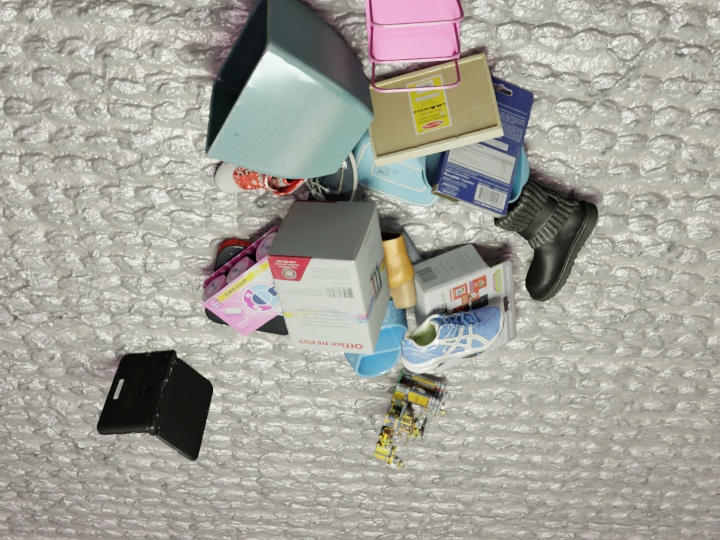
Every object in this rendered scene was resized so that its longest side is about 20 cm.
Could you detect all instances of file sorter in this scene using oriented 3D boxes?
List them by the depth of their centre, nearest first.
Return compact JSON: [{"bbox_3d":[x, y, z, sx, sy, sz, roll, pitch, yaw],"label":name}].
[{"bbox_3d":[0.073,-0.362,1.065,0.136,0.126,0.202,-3,129,3],"label":"file sorter"}]

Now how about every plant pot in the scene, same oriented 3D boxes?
[{"bbox_3d":[-0.092,-0.252,1.127,0.198,0.198,0.197,22,127,-26],"label":"plant pot"}]

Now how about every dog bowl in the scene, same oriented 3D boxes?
[{"bbox_3d":[0.033,0.138,1.483,0.110,0.050,0.201,-9,144,-19],"label":"dog bowl"}]

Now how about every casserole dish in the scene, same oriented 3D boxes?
[{"bbox_3d":[0.174,-0.170,1.228,0.197,0.124,0.039,6,174,-20],"label":"casserole dish"},{"bbox_3d":[0.066,-0.168,1.270,0.197,0.039,0.122,18,127,-12],"label":"casserole dish"}]

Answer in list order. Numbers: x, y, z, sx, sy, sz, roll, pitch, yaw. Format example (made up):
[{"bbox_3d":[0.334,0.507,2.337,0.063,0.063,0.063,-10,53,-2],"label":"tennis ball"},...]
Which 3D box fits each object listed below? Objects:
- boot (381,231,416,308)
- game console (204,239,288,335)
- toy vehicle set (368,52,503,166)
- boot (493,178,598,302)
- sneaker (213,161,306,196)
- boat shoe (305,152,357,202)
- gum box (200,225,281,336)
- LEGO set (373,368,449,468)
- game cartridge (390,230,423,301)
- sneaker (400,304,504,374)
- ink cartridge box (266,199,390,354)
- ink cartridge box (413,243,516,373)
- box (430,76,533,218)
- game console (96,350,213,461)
[{"bbox_3d":[0.000,0.000,1.366,0.198,0.071,0.146,-7,114,25],"label":"boot"},{"bbox_3d":[-0.195,0.036,1.457,0.174,0.031,0.202,14,128,-9],"label":"game console"},{"bbox_3d":[0.106,-0.242,1.168,0.197,0.127,0.027,-12,165,12],"label":"toy vehicle set"},{"bbox_3d":[0.295,-0.052,1.336,0.155,0.080,0.214,13,118,-17],"label":"boot"},{"bbox_3d":[-0.161,-0.158,1.248,0.199,0.109,0.068,-22,126,18],"label":"sneaker"},{"bbox_3d":[-0.058,-0.126,1.276,0.061,0.075,0.201,-20,155,-29],"label":"boat shoe"},{"bbox_3d":[-0.183,0.025,1.389,0.199,0.067,0.113,-34,126,21],"label":"gum box"},{"bbox_3d":[0.110,0.306,1.565,0.114,0.200,0.156,18,116,8],"label":"LEGO set"},{"bbox_3d":[0.024,0.015,1.431,0.198,0.042,0.134,-23,121,19],"label":"game cartridge"},{"bbox_3d":[0.159,0.109,1.332,0.198,0.076,0.078,-26,135,-7],"label":"sneaker"},{"bbox_3d":[-0.043,0.012,1.237,0.143,0.146,0.202,3,131,16],"label":"ink cartridge box"},{"bbox_3d":[0.190,0.064,1.419,0.173,0.084,0.202,-20,129,-10],"label":"ink cartridge box"},{"bbox_3d":[0.190,-0.196,1.194,0.119,0.032,0.203,18,83,-13],"label":"box"},{"bbox_3d":[-0.404,0.272,1.543,0.173,0.202,0.118,-5,129,5],"label":"game console"}]
